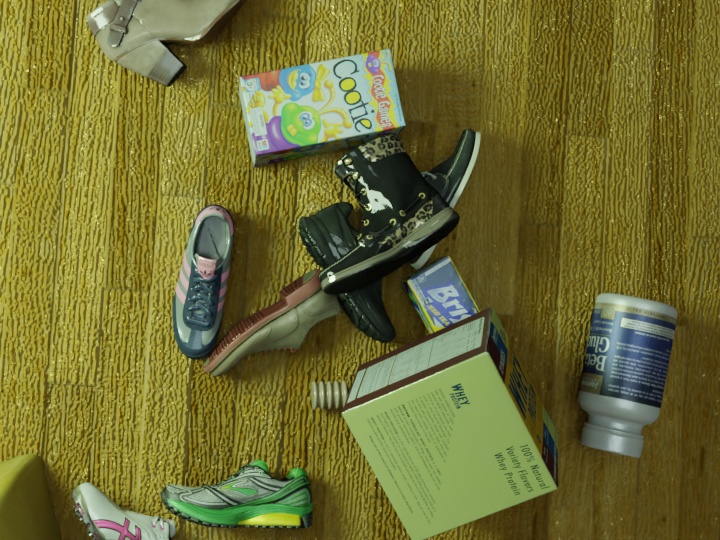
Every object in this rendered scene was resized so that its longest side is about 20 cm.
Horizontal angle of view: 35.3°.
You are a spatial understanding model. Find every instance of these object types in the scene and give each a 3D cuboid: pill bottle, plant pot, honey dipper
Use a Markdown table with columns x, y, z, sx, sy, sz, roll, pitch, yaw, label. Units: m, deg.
| x | y | z | sx | sy | sz | roll | pitch | yaw | label |
| --- | --- | --- | --- | --- | --- | --- | --- | --- | --- |
| 0.350 | 0.140 | 1.503 | 0.109 | 0.111 | 0.204 | 12 | 85 | -6 | pill bottle |
| -0.467 | 0.350 | 1.347 | 0.191 | 0.200 | 0.199 | -16 | 90 | -8 | plant pot |
| 0.033 | 0.162 | 1.502 | 0.196 | 0.038 | 0.039 | -2 | 87 | -9 | honey dipper |

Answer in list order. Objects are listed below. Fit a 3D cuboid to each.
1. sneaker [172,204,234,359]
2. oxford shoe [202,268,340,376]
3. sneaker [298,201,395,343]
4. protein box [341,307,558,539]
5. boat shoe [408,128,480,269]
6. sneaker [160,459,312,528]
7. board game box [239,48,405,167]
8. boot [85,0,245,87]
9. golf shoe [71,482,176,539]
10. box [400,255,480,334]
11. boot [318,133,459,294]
| x | y | z | sx | sy | sz | roll | pitch | yaw | label |
| --- | --- | --- | --- | --- | --- | --- | --- | --- | --- |
| -0.205 | 0.014 | 1.456 | 0.069 | 0.082 | 0.204 | 7 | 86 | -7 | sneaker |
| -0.113 | 0.085 | 1.471 | 0.199 | 0.070 | 0.075 | -36 | 105 | 0 | oxford shoe |
| 0.000 | 0.000 | 1.490 | 0.090 | 0.076 | 0.202 | -31 | 93 | -14 | sneaker |
| 0.116 | 0.191 | 1.405 | 0.198 | 0.135 | 0.201 | -24 | 105 | 18 | protein box |
| 0.099 | -0.105 | 1.506 | 0.067 | 0.072 | 0.202 | 29 | 87 | -5 | boat shoe |
| -0.159 | 0.287 | 1.459 | 0.196 | 0.078 | 0.087 | 4 | 80 | -16 | sneaker |
| -0.052 | -0.211 | 1.477 | 0.196 | 0.103 | 0.107 | -12 | 88 | -7 | board game box |
| -0.255 | -0.345 | 1.478 | 0.146 | 0.070 | 0.200 | 42 | 83 | -1 | boot |
| -0.284 | 0.337 | 1.438 | 0.092 | 0.072 | 0.201 | -42 | 102 | -13 | golf shoe |
| 0.133 | 0.084 | 1.503 | 0.069 | 0.064 | 0.202 | -29 | 92 | -7 | box |
| 0.010 | -0.073 | 1.444 | 0.198 | 0.073 | 0.152 | -30 | 75 | -6 | boot |
